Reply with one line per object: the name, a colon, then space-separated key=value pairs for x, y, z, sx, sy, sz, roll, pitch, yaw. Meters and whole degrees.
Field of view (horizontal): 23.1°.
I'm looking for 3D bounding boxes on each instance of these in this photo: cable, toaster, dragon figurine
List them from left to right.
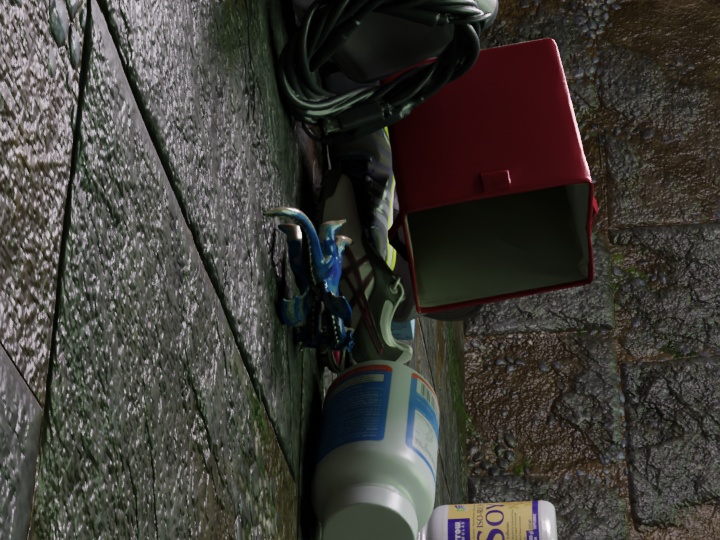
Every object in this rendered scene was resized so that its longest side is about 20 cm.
dragon figurine: x=-0.037 y=0.012 z=1.471 sx=0.200 sy=0.059 sz=0.100 roll=68 pitch=19 yaw=-73
toaster: x=0.019 y=-0.260 z=1.619 sx=0.129 sy=0.200 sz=0.114 roll=41 pitch=33 yaw=-52
cable: x=0.021 y=-0.198 z=1.561 sx=0.163 sy=0.200 sz=0.051 roll=69 pitch=-4 yaw=-50

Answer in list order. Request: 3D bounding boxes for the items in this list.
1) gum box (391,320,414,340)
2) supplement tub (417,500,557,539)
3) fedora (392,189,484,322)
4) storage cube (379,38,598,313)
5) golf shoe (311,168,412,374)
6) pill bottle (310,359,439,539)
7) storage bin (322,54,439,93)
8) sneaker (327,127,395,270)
gum box: x=0.039 y=-0.043 z=2.192 sx=0.170 sy=0.044 sz=0.200 roll=-84 pitch=169 yaw=-52
supplement tub: x=0.166 y=0.386 z=2.375 sx=0.145 sy=0.200 sz=0.146 roll=-4 pitch=90 yaw=-84
fedora: x=0.053 y=-0.013 z=1.963 sx=0.090 sy=0.177 sz=0.200 roll=-37 pitch=138 yaw=-46
storage cube: x=0.118 y=-0.090 z=1.684 sx=0.171 sy=0.200 sz=0.180 roll=79 pitch=2 yaw=-55
golf shoe: x=0.000 y=0.000 z=1.680 sx=0.077 sy=0.088 sz=0.200 roll=-42 pitch=127 yaw=-79
pill bottle: x=0.013 y=0.179 z=1.586 sx=0.200 sy=0.112 sz=0.112 roll=-80 pitch=165 yaw=-59
storage bin: x=0.022 y=-0.265 z=1.798 sx=0.200 sy=0.134 sz=0.146 roll=80 pitch=9 yaw=-48
sneaker: x=0.001 y=-0.071 z=1.792 sx=0.081 sy=0.074 sz=0.200 roll=-58 pitch=142 yaw=-73
